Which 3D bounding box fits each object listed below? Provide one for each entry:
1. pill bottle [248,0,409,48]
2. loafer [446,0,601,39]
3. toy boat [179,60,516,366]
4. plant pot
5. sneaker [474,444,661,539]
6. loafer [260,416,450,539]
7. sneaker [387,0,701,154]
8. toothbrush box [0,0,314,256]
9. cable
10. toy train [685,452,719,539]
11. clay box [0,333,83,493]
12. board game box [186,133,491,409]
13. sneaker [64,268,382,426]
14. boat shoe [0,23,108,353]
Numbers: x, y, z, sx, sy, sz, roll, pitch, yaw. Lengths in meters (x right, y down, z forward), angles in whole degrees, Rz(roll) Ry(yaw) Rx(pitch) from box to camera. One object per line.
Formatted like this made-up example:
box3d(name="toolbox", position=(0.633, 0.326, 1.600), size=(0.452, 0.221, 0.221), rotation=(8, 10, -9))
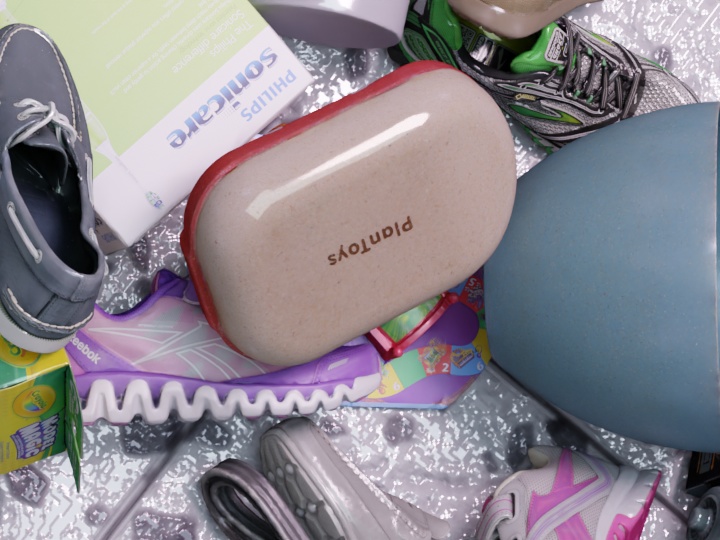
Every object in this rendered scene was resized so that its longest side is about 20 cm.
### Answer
box3d(name="pill bottle", position=(-0.007, -0.236, 1.541), size=(0.114, 0.114, 0.201), rotation=(12, 83, -14))
box3d(name="loafer", position=(0.119, -0.194, 1.550), size=(0.076, 0.068, 0.200), rotation=(32, 36, 9))
box3d(name="toy boat", position=(-0.015, -0.044, 1.483), size=(0.200, 0.131, 0.131), rotation=(-26, 124, -16))
box3d(name="plant pot", position=(0.142, 0.006, 1.540), size=(0.134, 0.200, 0.201), rotation=(-2, 86, 10))
box3d(name="sneaker", position=(0.102, 0.168, 1.532), size=(0.088, 0.200, 0.082), rotation=(21, 121, 12))
box3d(name="loafer", position=(0.018, 0.162, 1.547), size=(0.070, 0.070, 0.200), rotation=(-40, 98, -28))
box3d(name="sneaker", position=(0.115, -0.113, 1.581), size=(0.200, 0.085, 0.078), rotation=(19, 82, -14))
box3d(name="toothbrush box", position=(-0.149, -0.131, 1.508), size=(0.146, 0.086, 0.200), rotation=(-43, 97, -13))
box3d(name="cable", position=(-0.023, 0.194, 1.516), size=(0.050, 0.097, 0.200), rotation=(-41, 99, -34))
box3d(name="toy train", position=(0.256, 0.113, 1.551), size=(0.085, 0.200, 0.114), rotation=(19, 68, -17))
box3d(name="clay box", position=(-0.200, 0.019, 1.432), size=(0.047, 0.115, 0.200), rotation=(-18, 66, -15))
box3d(name="board game box", position=(0.000, 0.000, 1.563), size=(0.199, 0.039, 0.159), rotation=(3, 85, -15))
box3d(name="sneaker", position=(-0.087, 0.042, 1.510), size=(0.200, 0.080, 0.089), rotation=(-1, 85, -9))
box3d(name="boat shoe", position=(-0.161, -0.055, 1.385), size=(0.073, 0.062, 0.200), rotation=(14, 51, -28))
